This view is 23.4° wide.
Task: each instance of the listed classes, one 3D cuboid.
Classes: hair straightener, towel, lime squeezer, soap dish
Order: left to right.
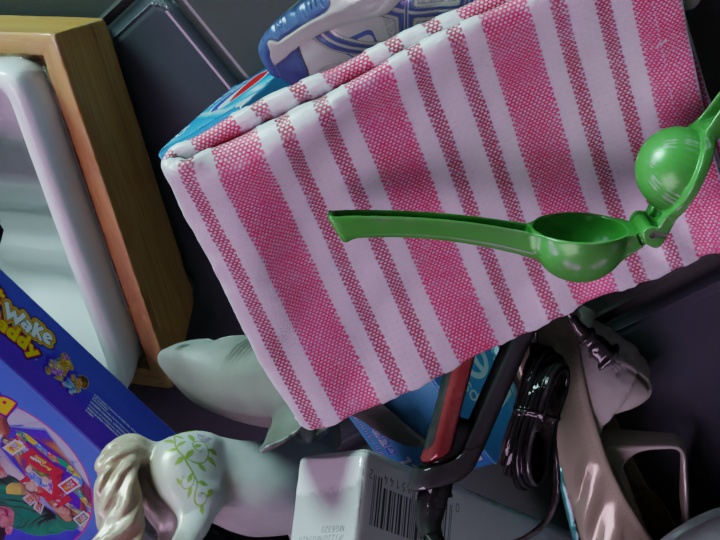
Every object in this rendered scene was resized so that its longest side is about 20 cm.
[{"bbox_3d":[-0.175,-0.040,0.887,0.157,0.081,0.201,6,125,31],"label":"soap dish"},{"bbox_3d":[0.040,-0.027,0.651,0.199,0.030,0.147,-25,128,2],"label":"towel"},{"bbox_3d":[0.074,0.037,0.724,0.076,0.201,0.041,15,177,-6],"label":"hair straightener"},{"bbox_3d":[0.092,-0.040,0.627,0.199,0.038,0.071,-29,94,6],"label":"lime squeezer"}]

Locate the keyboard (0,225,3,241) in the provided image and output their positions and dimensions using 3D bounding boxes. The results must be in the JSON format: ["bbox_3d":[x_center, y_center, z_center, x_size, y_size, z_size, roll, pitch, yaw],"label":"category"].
[{"bbox_3d":[-0.246,0.019,0.880,0.104,0.040,0.200,34,134,8],"label":"keyboard"}]

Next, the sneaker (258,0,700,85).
[{"bbox_3d":[0.045,-0.102,0.684,0.199,0.075,0.088,-22,111,40],"label":"sneaker"}]

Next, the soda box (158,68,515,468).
[{"bbox_3d":[0.000,0.000,0.803,0.064,0.068,0.200,-23,108,43],"label":"soda box"}]

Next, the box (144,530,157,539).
[{"bbox_3d":[-0.089,0.281,0.991,0.199,0.131,0.199,32,154,17],"label":"box"}]

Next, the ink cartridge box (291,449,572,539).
[{"bbox_3d":[0.043,0.192,0.785,0.045,0.177,0.200,-13,152,39],"label":"ink cartridge box"}]

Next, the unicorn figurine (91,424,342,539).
[{"bbox_3d":[-0.043,0.112,0.819,0.074,0.200,0.138,-31,59,28],"label":"unicorn figurine"}]

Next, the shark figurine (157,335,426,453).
[{"bbox_3d":[-0.020,0.031,0.731,0.128,0.090,0.215,36,139,5],"label":"shark figurine"}]

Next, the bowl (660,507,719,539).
[{"bbox_3d":[0.177,0.168,0.765,0.200,0.091,0.202,-8,126,-12],"label":"bowl"}]

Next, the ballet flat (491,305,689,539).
[{"bbox_3d":[0.111,0.071,0.791,0.069,0.069,0.201,-4,119,37],"label":"ballet flat"}]

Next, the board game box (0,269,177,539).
[{"bbox_3d":[-0.204,0.061,0.854,0.134,0.045,0.200,-32,112,33],"label":"board game box"}]
